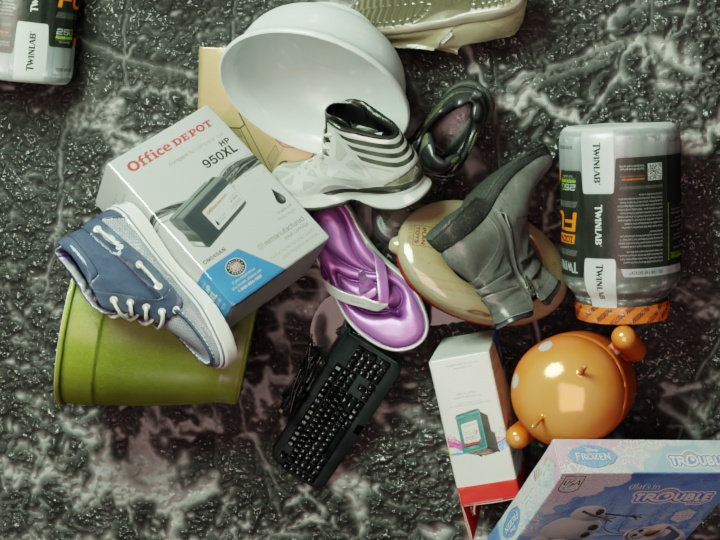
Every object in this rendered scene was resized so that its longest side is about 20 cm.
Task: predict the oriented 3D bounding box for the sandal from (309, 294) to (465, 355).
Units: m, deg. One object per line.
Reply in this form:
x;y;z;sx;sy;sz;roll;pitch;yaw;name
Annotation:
0.033;0.043;1.328;0.200;0.043;0.076;-17;95;12;sandal

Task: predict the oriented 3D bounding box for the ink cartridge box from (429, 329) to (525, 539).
0.132;0.175;1.293;0.067;0.116;0.200;-11;97;12;ink cartridge box

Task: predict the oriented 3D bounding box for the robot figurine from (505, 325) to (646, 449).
0.219;0.118;1.222;0.144;0.200;0.117;-6;88;19;robot figurine

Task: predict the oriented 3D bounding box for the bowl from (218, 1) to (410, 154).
-0.037;-0.211;1.232;0.201;0.201;0.090;13;63;8;bowl

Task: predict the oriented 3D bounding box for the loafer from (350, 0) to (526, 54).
0.081;-0.261;1.257;0.200;0.068;0.076;0;57;23;loafer

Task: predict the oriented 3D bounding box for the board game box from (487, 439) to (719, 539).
0.256;0.242;1.225;0.200;0.043;0.199;3;138;-16;board game box

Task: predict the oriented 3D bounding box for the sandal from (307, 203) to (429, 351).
-0.006;0.005;1.294;0.082;0.050;0.203;-39;81;11;sandal

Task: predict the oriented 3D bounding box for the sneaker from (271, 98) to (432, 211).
-0.026;-0.126;1.235;0.200;0.076;0.115;3;130;38;sneaker

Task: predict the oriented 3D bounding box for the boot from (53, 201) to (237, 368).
-0.214;0.032;1.190;0.200;0.090;0.073;51;146;4;boot

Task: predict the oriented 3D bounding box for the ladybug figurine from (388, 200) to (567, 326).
0.120;-0.003;1.266;0.200;0.072;0.136;16;60;-15;ladybug figurine

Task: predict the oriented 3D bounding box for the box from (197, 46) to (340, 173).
-0.102;-0.145;1.335;0.163;0.021;0.200;4;98;9;box

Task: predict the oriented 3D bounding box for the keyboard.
-0.045;0.157;1.341;0.104;0.040;0.200;33;115;5;keyboard

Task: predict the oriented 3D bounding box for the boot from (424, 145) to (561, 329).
0.160;-0.032;1.224;0.132;0.200;0.070;51;146;-4;boot

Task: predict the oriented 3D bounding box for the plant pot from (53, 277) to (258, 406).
-0.214;0.067;1.315;0.193;0.200;0.201;12;101;-3;plant pot

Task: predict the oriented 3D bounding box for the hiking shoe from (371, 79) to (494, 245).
0.067;-0.113;1.268;0.076;0.101;0.200;31;103;5;hiking shoe

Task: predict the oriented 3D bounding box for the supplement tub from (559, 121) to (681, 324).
0.267;-0.050;1.231;0.122;0.123;0.200;-1;98;11;supplement tub

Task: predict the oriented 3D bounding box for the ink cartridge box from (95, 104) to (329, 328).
-0.157;-0.054;1.256;0.200;0.145;0.084;47;146;8;ink cartridge box

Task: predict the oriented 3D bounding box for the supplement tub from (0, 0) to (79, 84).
-0.368;-0.308;1.308;0.122;0.123;0.200;9;101;9;supplement tub
